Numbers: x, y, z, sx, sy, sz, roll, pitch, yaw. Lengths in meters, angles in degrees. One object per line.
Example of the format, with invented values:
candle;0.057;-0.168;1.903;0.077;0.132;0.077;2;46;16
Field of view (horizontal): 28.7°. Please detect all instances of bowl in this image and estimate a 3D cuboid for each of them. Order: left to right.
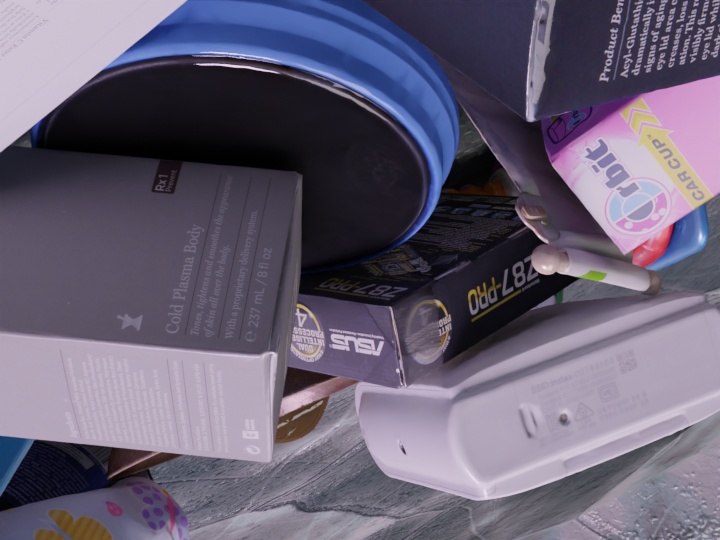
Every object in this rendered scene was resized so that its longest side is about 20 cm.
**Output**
bowl;-0.054;-0.057;0.638;0.197;0.040;0.201;4;152;2

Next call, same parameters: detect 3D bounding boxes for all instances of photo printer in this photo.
photo printer;0.090;0.065;0.773;0.164;0.070;0.200;-18;-178;-16

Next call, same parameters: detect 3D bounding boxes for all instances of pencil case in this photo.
pencil case;-0.187;0.177;0.805;0.091;0.084;0.199;-43;161;31

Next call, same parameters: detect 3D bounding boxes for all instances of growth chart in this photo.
growth chart;0.083;-0.065;0.714;0.018;0.201;0.144;-44;146;23

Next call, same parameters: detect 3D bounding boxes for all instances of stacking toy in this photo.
stacking toy;0.127;-0.049;0.961;0.197;0.111;0.116;-7;169;-18

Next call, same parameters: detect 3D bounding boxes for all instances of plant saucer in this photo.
plant saucer;-0.068;0.076;0.865;0.198;0.035;0.200;-23;174;-2

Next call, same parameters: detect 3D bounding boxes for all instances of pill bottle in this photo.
pill bottle;-0.230;0.179;0.929;0.112;0.112;0.200;-39;178;29

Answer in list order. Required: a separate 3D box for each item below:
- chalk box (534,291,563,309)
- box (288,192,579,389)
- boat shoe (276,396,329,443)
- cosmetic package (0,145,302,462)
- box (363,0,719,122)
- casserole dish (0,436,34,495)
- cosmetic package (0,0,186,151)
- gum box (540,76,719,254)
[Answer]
chalk box;0.075;0.052;0.978;0.122;0.127;0.200;5;168;6
box;0.000;0.000;0.769;0.198;0.050;0.160;6;-157;43
boat shoe;-0.041;0.031;0.968;0.072;0.065;0.202;1;129;-33
cosmetic package;-0.127;0.011;0.612;0.197;0.108;0.091;6;141;0
box;0.104;-0.152;0.551;0.198;0.148;0.106;-15;129;-27
casserole dish;-0.200;0.070;0.695;0.122;0.038;0.201;95;15;-48
cosmetic package;-0.136;-0.118;0.500;0.199;0.052;0.150;-34;154;18
gum box;0.148;-0.112;0.706;0.113;0.201;0.066;-35;116;21
